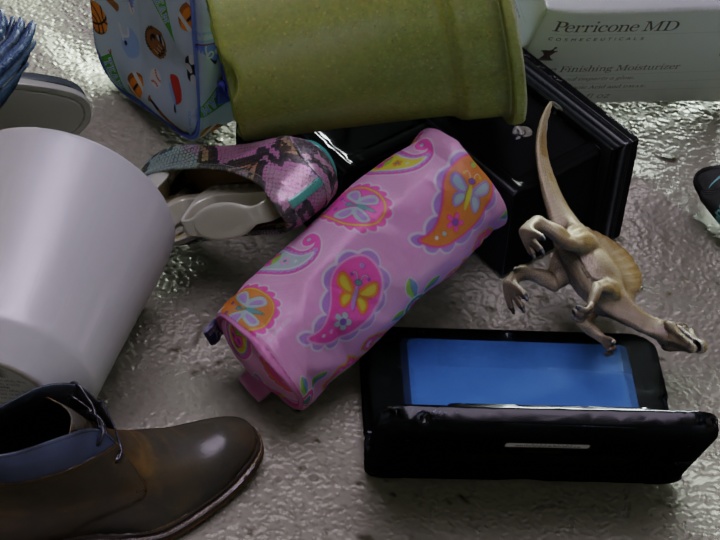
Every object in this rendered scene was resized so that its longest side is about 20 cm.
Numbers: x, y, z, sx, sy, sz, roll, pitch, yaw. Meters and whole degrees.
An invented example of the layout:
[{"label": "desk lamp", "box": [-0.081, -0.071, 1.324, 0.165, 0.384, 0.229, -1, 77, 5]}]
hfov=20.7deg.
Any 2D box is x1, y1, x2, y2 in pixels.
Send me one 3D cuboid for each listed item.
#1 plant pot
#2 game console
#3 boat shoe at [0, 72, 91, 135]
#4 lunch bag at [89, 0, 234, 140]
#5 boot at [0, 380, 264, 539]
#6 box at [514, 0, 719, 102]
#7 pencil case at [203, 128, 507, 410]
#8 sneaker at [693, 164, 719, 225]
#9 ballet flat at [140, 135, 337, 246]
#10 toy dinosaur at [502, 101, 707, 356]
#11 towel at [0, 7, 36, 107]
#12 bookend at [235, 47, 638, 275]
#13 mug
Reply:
[{"label": "plant pot", "box": [-0.006, -0.168, 1.276, 0.183, 0.201, 0.201, -15, 45, -3]}, {"label": "game console", "box": [0.102, 0.067, 1.209, 0.198, 0.176, 0.117, 1, 71, -4]}, {"label": "boat shoe", "box": [-0.291, -0.124, 1.402, 0.198, 0.073, 0.062, -4, 47, -2]}, {"label": "lunch bag", "box": [-0.128, -0.196, 1.405, 0.075, 0.201, 0.160, -23, 36, -30]}, {"label": "boot", "box": [-0.144, 0.109, 1.146, 0.199, 0.097, 0.075, -20, 48, -25]}, {"label": "box", "box": [0.185, -0.239, 1.480, 0.197, 0.131, 0.201, -3, 62, -17]}, {"label": "pencil case", "box": [0.000, 0.000, 1.245, 0.200, 0.088, 0.087, -43, 58, -14]}, {"label": "sneaker", "box": [0.326, -0.079, 1.413, 0.199, 0.076, 0.079, -24, 48, -29]}, {"label": "ballet flat", "box": [-0.099, -0.044, 1.280, 0.199, 0.069, 0.071, -5, 28, 47]}, {"label": "toy dinosaur", "box": [0.138, -0.010, 1.275, 0.101, 0.058, 0.201, -15, 64, -42]}, {"label": "towel", "box": [-0.279, -0.080, 1.273, 0.048, 0.200, 0.112, 41, 46, -5]}, {"label": "bookend", "box": [0.049, -0.075, 1.367, 0.199, 0.093, 0.199, -26, 52, -28]}, {"label": "mug", "box": [-0.213, 0.027, 1.226, 0.149, 0.186, 0.154, 30, 48, -21]}]
